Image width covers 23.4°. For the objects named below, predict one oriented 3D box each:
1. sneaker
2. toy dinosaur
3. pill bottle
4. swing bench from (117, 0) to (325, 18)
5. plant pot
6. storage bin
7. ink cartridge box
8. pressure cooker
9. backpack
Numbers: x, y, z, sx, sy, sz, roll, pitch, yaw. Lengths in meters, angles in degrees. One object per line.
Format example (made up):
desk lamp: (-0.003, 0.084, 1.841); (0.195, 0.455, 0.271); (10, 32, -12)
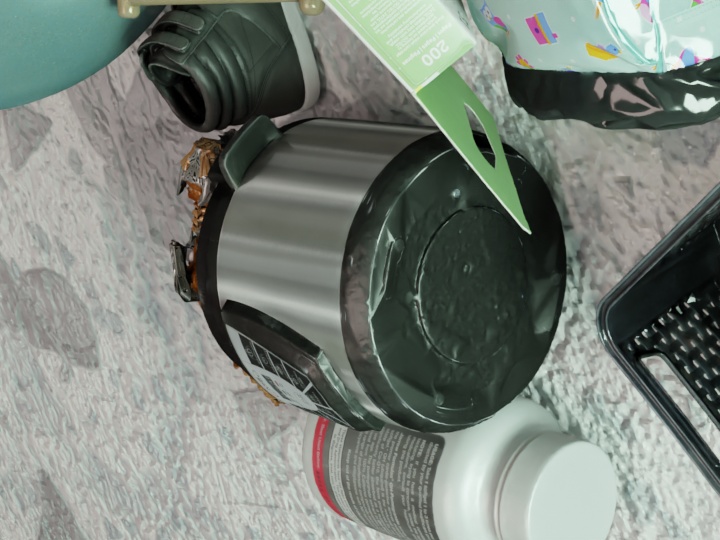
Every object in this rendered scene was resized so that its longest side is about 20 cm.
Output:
sneaker: (-0.104, -0.180, 1.101); (0.070, 0.099, 0.202); (-8, 107, 56)
toy dinosaur: (-0.072, -0.004, 1.161); (0.102, 0.135, 0.201); (39, 142, 26)
pill bottle: (0.063, 0.127, 1.107); (0.199, 0.110, 0.112); (13, 125, 48)
swing bench: (-0.104, -0.258, 0.986); (0.198, 0.129, 0.202); (9, 84, 48)
plant pot: (-0.199, -0.214, 1.149); (0.133, 0.201, 0.202); (-5, 117, 16)
storage bin: (0.220, 0.012, 0.827); (0.136, 0.093, 0.200); (52, 147, 11)
ink cartridge box: (0.033, -0.130, 0.884); (0.048, 0.146, 0.200); (-38, 116, 17)
pressure cooker: (0.002, -0.001, 1.034); (0.199, 0.177, 0.178); (12, 102, 48)
backpack: (0.109, -0.170, 0.801); (0.166, 0.126, 0.202); (10, 122, 52)
